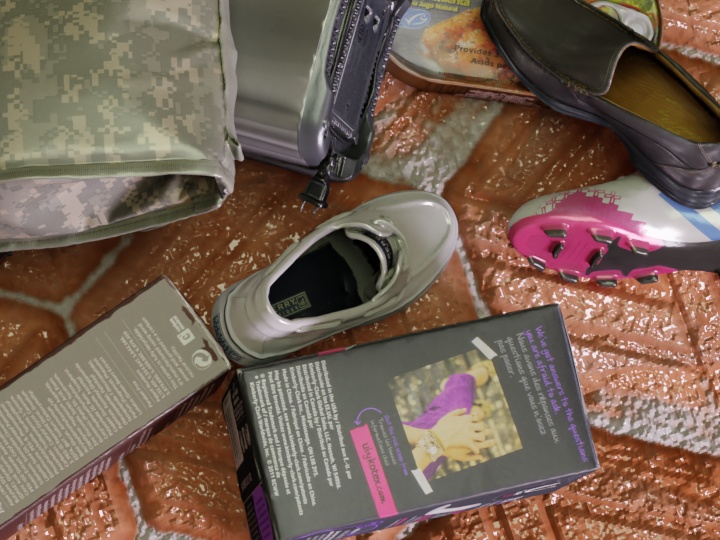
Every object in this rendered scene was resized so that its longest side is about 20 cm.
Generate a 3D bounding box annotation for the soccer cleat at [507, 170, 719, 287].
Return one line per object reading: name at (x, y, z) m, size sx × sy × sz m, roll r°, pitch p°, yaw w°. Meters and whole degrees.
soccer cleat at (0.190, -0.038, 1.432) m, size 0.199 × 0.070 × 0.087 m, roll 4°, pitch 60°, yaw -9°

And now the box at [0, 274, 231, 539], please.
box at (-0.179, 0.093, 1.325) m, size 0.200 × 0.100 × 0.075 m, roll -36°, pitch 86°, yaw -15°

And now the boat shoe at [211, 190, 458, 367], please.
boat shoe at (0.000, 0.000, 1.355) m, size 0.200 × 0.065 × 0.074 m, roll -35°, pitch 92°, yaw -40°

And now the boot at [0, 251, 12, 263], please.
boot at (-0.217, -0.014, 1.356) m, size 0.143 × 0.072 × 0.201 m, roll 9°, pitch 75°, yaw -9°

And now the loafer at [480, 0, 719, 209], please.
loafer at (0.160, -0.125, 1.388) m, size 0.200 × 0.072 × 0.073 m, roll 37°, pitch 71°, yaw 11°

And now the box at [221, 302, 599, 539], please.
box at (0.026, 0.097, 1.344) m, size 0.199 × 0.122 × 0.107 m, roll -11°, pitch 80°, yaw -11°

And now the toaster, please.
toaster at (-0.051, -0.140, 1.371) m, size 0.128 × 0.114 × 0.201 m, roll 13°, pitch 84°, yaw 19°

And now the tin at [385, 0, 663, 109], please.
tin at (0.097, -0.166, 1.450) m, size 0.199 × 0.042 × 0.113 m, roll 8°, pitch 82°, yaw -7°

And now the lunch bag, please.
lunch bag at (-0.165, -0.106, 1.285) m, size 0.199 × 0.118 × 0.165 m, roll -6°, pitch 69°, yaw 7°
